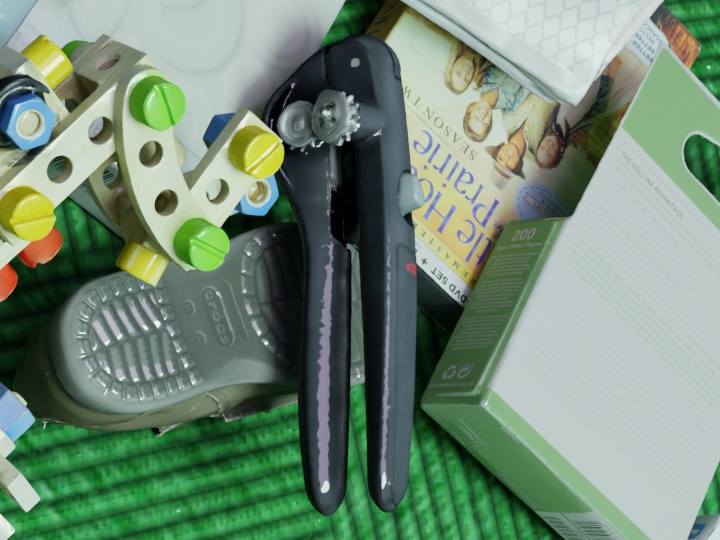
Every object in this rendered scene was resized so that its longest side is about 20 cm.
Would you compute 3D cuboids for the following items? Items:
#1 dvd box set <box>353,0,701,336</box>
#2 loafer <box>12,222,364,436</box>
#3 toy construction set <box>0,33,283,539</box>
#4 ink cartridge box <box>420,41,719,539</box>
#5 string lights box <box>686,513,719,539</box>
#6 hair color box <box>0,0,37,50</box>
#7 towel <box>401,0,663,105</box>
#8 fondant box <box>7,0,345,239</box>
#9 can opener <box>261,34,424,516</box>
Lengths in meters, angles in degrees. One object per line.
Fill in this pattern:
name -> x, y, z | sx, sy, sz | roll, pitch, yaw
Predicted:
dvd box set -> 0.064, -0.076, 1.174 | 0.146, 0.029, 0.200 | 44, 62, -21
loafer -> -0.066, 0.027, 1.056 | 0.200, 0.070, 0.075 | -4, 75, -48
toy construction set -> -0.119, -0.006, 0.922 | 0.200, 0.092, 0.131 | -54, 130, -24
ink cartridge box -> 0.124, 0.019, 1.161 | 0.145, 0.048, 0.200 | 43, 61, -31
string lights box -> 0.184, 0.221, 1.189 | 0.200, 0.059, 0.103 | 51, 59, -16
hair color box -> -0.154, -0.143, 0.967 | 0.061, 0.099, 0.200 | 42, 77, -39
towel -> 0.075, -0.187, 1.065 | 0.200, 0.032, 0.191 | 31, 107, -27
fondant box -> -0.085, -0.129, 1.069 | 0.144, 0.058, 0.200 | 38, 63, -23
can opener -> 0.000, 0.000, 1.031 | 0.079, 0.063, 0.201 | 25, 56, -55
